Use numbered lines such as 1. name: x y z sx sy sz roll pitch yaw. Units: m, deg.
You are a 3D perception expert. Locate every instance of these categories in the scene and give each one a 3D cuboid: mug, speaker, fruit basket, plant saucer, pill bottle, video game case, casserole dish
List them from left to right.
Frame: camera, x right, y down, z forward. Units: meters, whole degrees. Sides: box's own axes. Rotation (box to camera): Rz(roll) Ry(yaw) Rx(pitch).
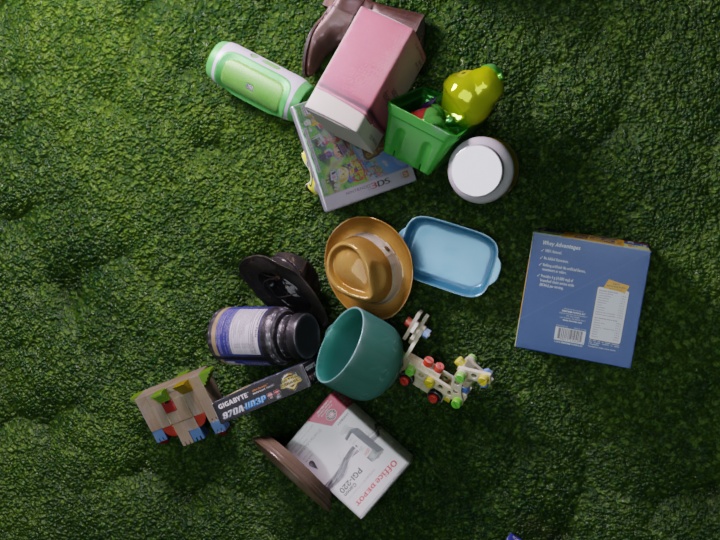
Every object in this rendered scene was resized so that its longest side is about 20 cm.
1. speaker: -0.188 -0.354 1.763 0.200 0.088 0.089 29 102 11
2. pill bottle: -0.181 0.124 1.772 0.199 0.112 0.112 -2 95 31
3. plant saucer: -0.124 0.378 1.776 0.200 0.200 0.029 40 75 8
4. video game case: -0.011 -0.229 1.705 0.182 0.022 0.201 -20 99 -12
5. mug: 0.007 0.148 1.716 0.114 0.185 0.152 30 125 -22
6. fruit basket: 0.149 -0.281 1.616 0.155 0.216 0.216 29 102 11
7. casserole dish: 0.162 -0.027 1.724 0.199 0.039 0.121 19 100 14
8. pill bottle: 0.210 -0.173 1.610 0.112 0.200 0.113 2 97 13

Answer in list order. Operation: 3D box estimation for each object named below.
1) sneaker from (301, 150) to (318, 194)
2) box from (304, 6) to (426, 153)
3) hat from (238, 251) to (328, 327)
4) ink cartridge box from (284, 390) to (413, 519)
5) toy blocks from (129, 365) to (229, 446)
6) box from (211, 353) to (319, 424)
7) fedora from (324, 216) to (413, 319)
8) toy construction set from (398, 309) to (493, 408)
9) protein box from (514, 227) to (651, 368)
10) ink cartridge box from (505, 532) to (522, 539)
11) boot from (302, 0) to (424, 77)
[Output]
1. sneaker: -0.075 -0.236 1.750 0.076 0.075 0.201 -3 91 21
2. box: 0.012 -0.323 1.608 0.109 0.128 0.200 28 88 17
3. hat: -0.128 0.021 1.780 0.200 0.201 0.081 28 58 11
4. ink cartridge box: -0.021 0.346 1.780 0.200 0.085 0.146 41 95 6
5. toy blocks: -0.349 0.283 1.877 0.200 0.100 0.137 -22 101 16
6. box: -0.160 0.219 1.775 0.200 0.159 0.046 -25 88 17
7. fedora: 0.000 0.000 1.727 0.200 0.082 0.201 5 101 31
8. toy construction set: 0.142 0.171 1.720 0.200 0.092 0.131 42 133 19
9. protein box: 0.384 0.042 1.619 0.198 0.135 0.201 10 98 15
10. ink cartridge box: 0.344 0.563 1.704 0.200 0.094 0.044 30 102 10
11. boot: 0.008 -0.409 1.720 0.200 0.064 0.187 24 104 7
